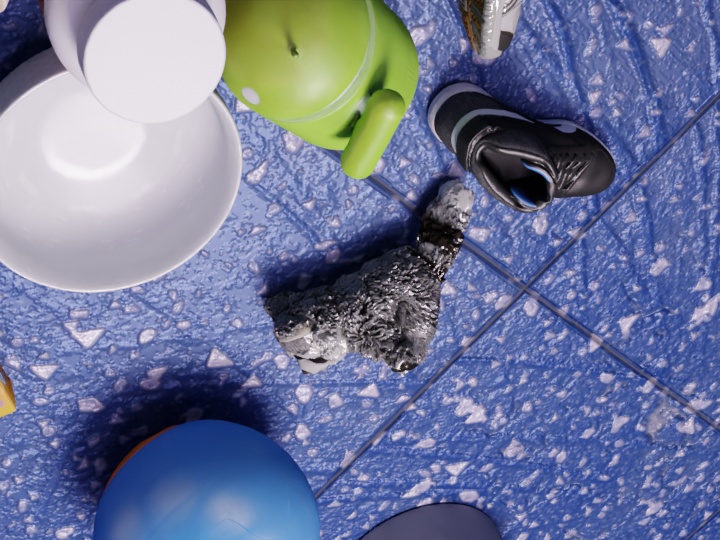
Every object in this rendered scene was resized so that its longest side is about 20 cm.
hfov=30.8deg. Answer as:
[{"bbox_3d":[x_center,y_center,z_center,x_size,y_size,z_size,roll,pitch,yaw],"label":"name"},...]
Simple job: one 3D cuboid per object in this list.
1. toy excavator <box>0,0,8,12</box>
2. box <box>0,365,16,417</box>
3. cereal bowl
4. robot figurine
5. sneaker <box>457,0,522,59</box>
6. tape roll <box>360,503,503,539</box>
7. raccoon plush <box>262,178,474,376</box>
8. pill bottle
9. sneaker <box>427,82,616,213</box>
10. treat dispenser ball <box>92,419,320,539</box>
[{"bbox_3d":[-0.315,-0.194,0.733,0.194,0.199,0.101,31,69,-42],"label":"toy excavator"},{"bbox_3d":[-0.391,0.101,1.044,0.199,0.042,0.120,-24,131,-7],"label":"box"},{"bbox_3d":[-0.189,-0.086,0.954,0.198,0.084,0.201,-12,132,-14],"label":"cereal bowl"},{"bbox_3d":[-0.029,-0.153,0.925,0.116,0.176,0.200,-44,161,10],"label":"robot figurine"},{"bbox_3d":[0.122,-0.250,0.969,0.087,0.076,0.201,-10,129,-15],"label":"sneaker"},{"bbox_3d":[0.072,0.348,1.417,0.199,0.066,0.202,-11,129,-14],"label":"tape roll"},{"bbox_3d":[0.000,0.000,1.131,0.133,0.097,0.202,18,88,-19],"label":"raccoon plush"},{"bbox_3d":[-0.148,-0.179,0.824,0.111,0.201,0.113,-12,130,-14],"label":"pill bottle"},{"bbox_3d":[0.151,-0.079,1.090,0.199,0.112,0.073,16,119,-32],"label":"sneaker"},{"bbox_3d":[-0.135,0.233,1.149,0.199,0.201,0.202,-12,129,-15],"label":"treat dispenser ball"}]
